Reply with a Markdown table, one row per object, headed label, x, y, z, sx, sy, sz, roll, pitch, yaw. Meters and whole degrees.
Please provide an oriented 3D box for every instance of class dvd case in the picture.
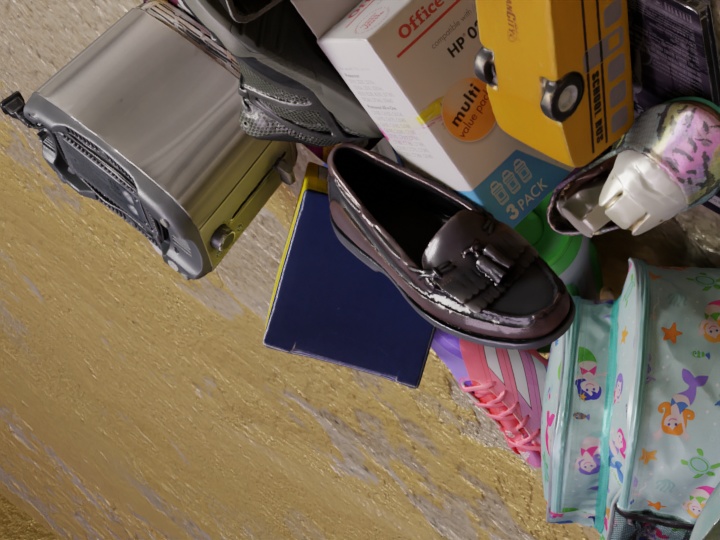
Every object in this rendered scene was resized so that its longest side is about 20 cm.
| label | x | y | z | sx | sy | sz | roll | pitch | yaw |
| --- | --- | --- | --- | --- | --- | --- | --- | --- | --- |
| dvd case | 0.166 | -0.126 | 1.567 | 0.149 | 0.016 | 0.200 | 33 | 157 | 33 |

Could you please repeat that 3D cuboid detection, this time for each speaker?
| label | x | y | z | sx | sy | sz | roll | pitch | yaw |
| --- | --- | --- | --- | --- | --- | --- | --- | --- | --- |
| speaker | 0.121 | -0.003 | 1.772 | 0.088 | 0.088 | 0.200 | 39 | 172 | 17 |

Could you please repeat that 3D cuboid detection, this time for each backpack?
| label | x | y | z | sx | sy | sz | roll | pitch | yaw |
| --- | --- | --- | --- | --- | --- | --- | --- | --- | --- |
| backpack | 0.197 | 0.087 | 1.692 | 0.150 | 0.178 | 0.200 | 9 | 152 | -1 |

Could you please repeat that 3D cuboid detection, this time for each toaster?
| label | x | y | z | sx | sy | sz | roll | pitch | yaw |
| --- | --- | --- | --- | --- | --- | --- | --- | --- | --- |
| toaster | -0.138 | -0.099 | 1.775 | 0.200 | 0.129 | 0.114 | 37 | 162 | 24 |

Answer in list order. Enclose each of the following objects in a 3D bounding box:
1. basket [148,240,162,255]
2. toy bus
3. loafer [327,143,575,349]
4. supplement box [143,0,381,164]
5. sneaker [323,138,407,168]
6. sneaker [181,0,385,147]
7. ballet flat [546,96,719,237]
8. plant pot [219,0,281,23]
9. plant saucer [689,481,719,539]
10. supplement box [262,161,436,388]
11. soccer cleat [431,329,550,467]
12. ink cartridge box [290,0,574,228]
| label | x | y | z | sx | sy | sz | roll | pitch | yaw |
| --- | --- | --- | --- | --- | --- | --- | --- | --- | --- |
| basket | -0.144 | -0.115 | 2.071 | 0.123 | 0.136 | 0.200 | 43 | 161 | 12 |
| toy bus | 0.111 | -0.154 | 1.476 | 0.065 | 0.078 | 0.200 | 32 | 147 | 36 |
| loafer | 0.046 | -0.017 | 1.559 | 0.200 | 0.072 | 0.063 | 32 | 155 | 40 |
| supplement box | -0.050 | -0.184 | 1.770 | 0.200 | 0.103 | 0.131 | 41 | 163 | 15 |
| sneaker | -0.014 | -0.025 | 1.914 | 0.081 | 0.115 | 0.200 | 108 | 145 | -68 |
| sneaker | -0.064 | -0.139 | 1.612 | 0.199 | 0.076 | 0.114 | 33 | 148 | -32 |
| ballet flat | 0.168 | -0.052 | 1.581 | 0.069 | 0.071 | 0.200 | 48 | 161 | -5 |
| plant pot | -0.058 | -0.299 | 1.432 | 0.177 | 0.199 | 0.200 | 46 | 166 | 36 |
| plant saucer | 0.278 | 0.137 | 1.620 | 0.039 | 0.201 | 0.201 | 55 | 168 | 30 |
| supplement box | 0.000 | 0.000 | 1.749 | 0.109 | 0.110 | 0.200 | 16 | -172 | -2 |
| soccer cleat | 0.116 | 0.095 | 1.812 | 0.200 | 0.077 | 0.067 | 33 | 166 | -34 |
| ink cartridge box | 0.057 | -0.133 | 1.575 | 0.200 | 0.115 | 0.068 | 53 | 161 | -22 |
